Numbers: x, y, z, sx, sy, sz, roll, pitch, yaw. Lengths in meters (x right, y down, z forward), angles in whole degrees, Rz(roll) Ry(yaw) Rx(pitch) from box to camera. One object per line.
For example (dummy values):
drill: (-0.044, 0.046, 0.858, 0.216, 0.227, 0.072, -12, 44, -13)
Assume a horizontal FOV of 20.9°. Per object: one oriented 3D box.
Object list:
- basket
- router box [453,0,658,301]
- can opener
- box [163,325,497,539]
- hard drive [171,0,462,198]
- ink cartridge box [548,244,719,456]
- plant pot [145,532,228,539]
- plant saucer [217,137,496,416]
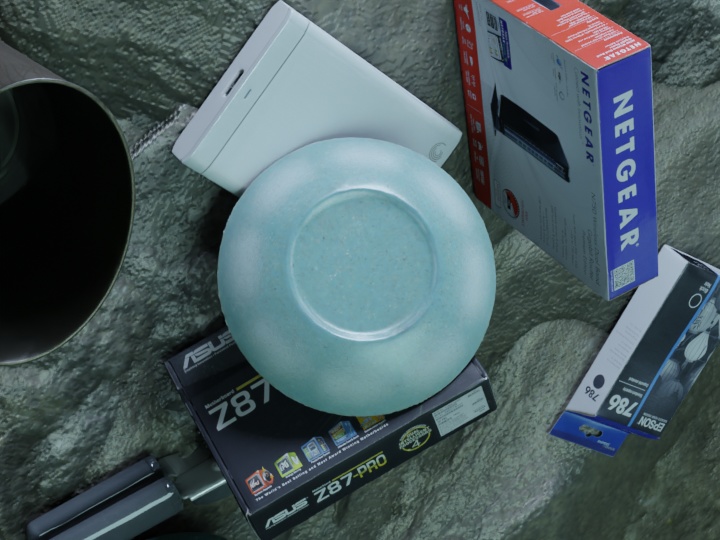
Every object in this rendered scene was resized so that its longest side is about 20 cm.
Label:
basket: (-0.237, -0.069, 1.174, 0.135, 0.200, 0.181, -8, 121, -30)
router box: (0.143, -0.106, 1.431, 0.049, 0.179, 0.201, -24, 129, -21)
can opener: (-0.156, 0.176, 1.487, 0.199, 0.053, 0.067, -25, 130, -20)
box: (-0.023, 0.084, 1.429, 0.199, 0.162, 0.049, -29, 140, -5)
hard drive: (-0.027, -0.093, 1.425, 0.200, 0.027, 0.132, 31, 98, -43)
ink cartridge box: (0.256, 0.081, 1.726, 0.099, 0.039, 0.201, 19, 106, -42)
plant pot: (-0.134, 0.299, 1.493, 0.200, 0.200, 0.162, -21, 115, -23)
plant saucer: (0.000, 0.000, 1.368, 0.200, 0.201, 0.039, -35, 175, -11)
